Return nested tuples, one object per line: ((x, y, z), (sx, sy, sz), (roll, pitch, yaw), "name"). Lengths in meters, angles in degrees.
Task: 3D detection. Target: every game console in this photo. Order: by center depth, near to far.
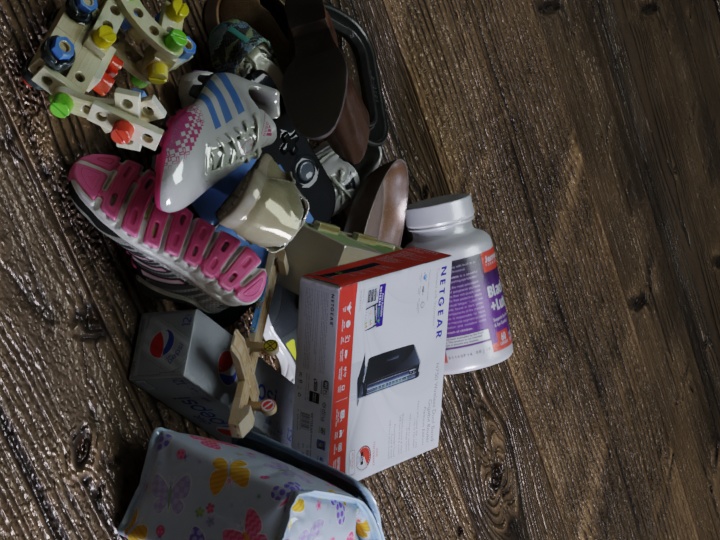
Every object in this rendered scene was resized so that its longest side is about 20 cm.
((-0.117, -0.064, 1.622), (0.200, 0.031, 0.177), (-48, 130, -26), "game console")

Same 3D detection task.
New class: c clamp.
((-0.031, -0.233, 1.886), (0.171, 0.027, 0.201), (19, 51, -53), "c clamp")

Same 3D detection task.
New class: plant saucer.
((0.009, -0.027, 1.877), (0.200, 0.032, 0.201), (14, 90, -79), "plant saucer")

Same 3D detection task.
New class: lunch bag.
((-0.085, 0.217, 1.523), (0.200, 0.169, 0.128), (26, 84, -59), "lunch bag")

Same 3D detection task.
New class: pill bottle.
((0.111, 0.014, 2.044), (0.111, 0.111, 0.201), (-29, 109, -62), "pill bottle")

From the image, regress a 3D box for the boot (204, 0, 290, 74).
((-0.084, -0.202, 1.762), (0.200, 0.075, 0.074), (59, 33, -40), "boot")

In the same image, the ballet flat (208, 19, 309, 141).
((-0.090, -0.161, 1.711), (0.200, 0.074, 0.074), (59, 35, -42), "ballet flat")

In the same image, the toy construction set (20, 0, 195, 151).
((-0.209, -0.173, 1.461), (0.131, 0.092, 0.200), (37, 31, -21), "toy construction set")

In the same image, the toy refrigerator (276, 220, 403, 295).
((0.000, 0.000, 1.698), (0.200, 0.076, 0.070), (12, 102, -57), "toy refrigerator")

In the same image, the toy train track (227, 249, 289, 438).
((-0.084, 0.061, 1.557), (0.115, 0.032, 0.201), (80, 17, -53), "toy train track")

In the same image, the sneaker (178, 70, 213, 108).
((-0.118, -0.108, 1.666), (0.200, 0.075, 0.100), (58, 37, -39), "sneaker")

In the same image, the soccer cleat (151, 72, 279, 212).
((-0.122, -0.115, 1.496), (0.200, 0.086, 0.070), (-71, 168, -53), "soccer cleat")

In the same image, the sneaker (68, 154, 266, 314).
((-0.183, -0.023, 1.510), (0.200, 0.087, 0.074), (35, 50, -20), "sneaker")

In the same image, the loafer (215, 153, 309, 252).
((-0.084, -0.053, 1.522), (0.068, 0.076, 0.200), (38, 9, -5), "loafer")

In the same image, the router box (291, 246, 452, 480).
((0.011, 0.089, 1.629), (0.179, 0.049, 0.201), (-16, 114, -50), "router box")

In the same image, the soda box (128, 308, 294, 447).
((-0.131, 0.106, 1.595), (0.200, 0.063, 0.069), (42, 49, -52), "soda box")

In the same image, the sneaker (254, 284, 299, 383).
((-0.044, 0.071, 1.753), (0.075, 0.084, 0.201), (-52, 130, -57), "sneaker")

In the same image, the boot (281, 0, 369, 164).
((-0.026, -0.153, 1.713), (0.200, 0.064, 0.187), (71, 14, -55), "boot")

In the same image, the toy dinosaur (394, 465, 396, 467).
((0.005, 0.098, 1.715), (0.088, 0.047, 0.200), (-53, 127, -28), "toy dinosaur")

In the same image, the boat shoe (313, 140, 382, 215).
((-0.033, -0.092, 1.840), (0.200, 0.065, 0.072), (-42, 120, -59), "boat shoe")
